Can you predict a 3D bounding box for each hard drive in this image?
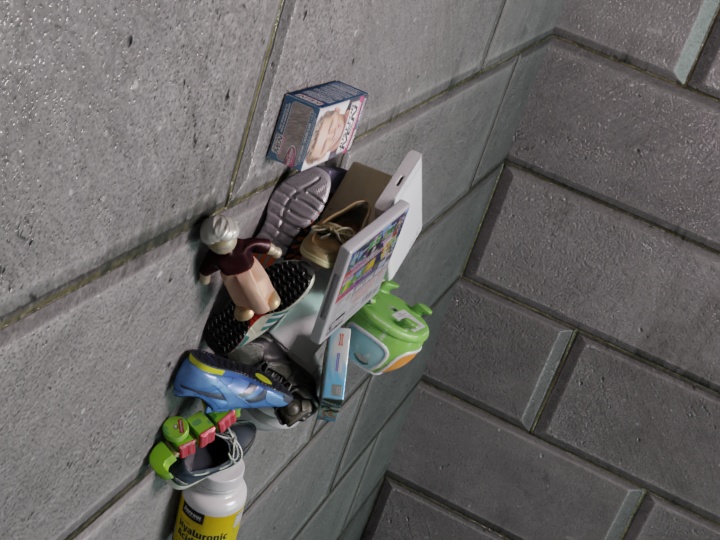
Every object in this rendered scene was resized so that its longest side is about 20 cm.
[{"bbox_3d":[0.066,-0.089,1.812,0.132,0.027,0.200,-58,161,-28],"label":"hard drive"}]

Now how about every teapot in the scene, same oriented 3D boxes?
[{"bbox_3d":[-0.131,0.207,1.906,0.200,0.146,0.198,-58,165,-24],"label":"teapot"}]

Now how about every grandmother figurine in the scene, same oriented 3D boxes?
[{"bbox_3d":[-0.167,-0.009,1.482,0.121,0.061,0.200,-28,143,-3],"label":"grandmother figurine"}]

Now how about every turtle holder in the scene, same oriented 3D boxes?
[{"bbox_3d":[0.019,0.096,1.854,0.132,0.185,0.141,-60,-169,22],"label":"turtle holder"}]

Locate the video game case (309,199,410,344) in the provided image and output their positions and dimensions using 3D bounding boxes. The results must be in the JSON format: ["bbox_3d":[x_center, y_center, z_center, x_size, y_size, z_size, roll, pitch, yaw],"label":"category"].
[{"bbox_3d":[0.000,0.000,1.675,0.200,0.023,0.183,-39,155,-52],"label":"video game case"}]

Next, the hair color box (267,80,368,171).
[{"bbox_3d":[-0.060,-0.218,1.608,0.200,0.060,0.100,-36,147,-64],"label":"hair color box"}]

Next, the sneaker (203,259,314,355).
[{"bbox_3d":[-0.146,0.048,1.629,0.200,0.070,0.093,-40,178,14],"label":"sneaker"}]

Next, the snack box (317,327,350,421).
[{"bbox_3d":[-0.045,0.175,1.789,0.200,0.037,0.117,106,-9,-72],"label":"snack box"}]

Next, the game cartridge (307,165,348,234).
[{"bbox_3d":[-0.079,-0.081,1.846,0.130,0.038,0.201,-25,138,-77],"label":"game cartridge"}]

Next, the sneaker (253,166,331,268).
[{"bbox_3d":[-0.110,-0.069,1.679,0.200,0.077,0.112,-55,171,1],"label":"sneaker"}]

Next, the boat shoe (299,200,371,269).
[{"bbox_3d":[-0.036,-0.059,1.650,0.063,0.073,0.200,-63,175,24],"label":"boat shoe"}]

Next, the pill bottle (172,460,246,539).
[{"bbox_3d":[-0.254,0.401,1.844,0.111,0.111,0.201,-46,157,-55],"label":"pill bottle"}]

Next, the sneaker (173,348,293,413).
[{"bbox_3d":[-0.193,0.181,1.628,0.200,0.066,0.079,23,100,-39],"label":"sneaker"}]

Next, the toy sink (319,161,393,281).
[{"bbox_3d":[0.010,-0.073,1.898,0.131,0.112,0.200,-60,161,-22],"label":"toy sink"}]

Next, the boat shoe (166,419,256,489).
[{"bbox_3d":[-0.231,0.288,1.748,0.062,0.075,0.200,-35,170,39],"label":"boat shoe"}]

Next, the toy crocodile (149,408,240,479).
[{"bbox_3d":[-0.241,0.239,1.653,0.200,0.062,0.068,-36,154,-28],"label":"toy crocodile"}]

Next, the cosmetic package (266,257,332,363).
[{"bbox_3d":[-0.078,0.039,1.786,0.200,0.081,0.113,-50,132,-8],"label":"cosmetic package"}]

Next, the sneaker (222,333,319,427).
[{"bbox_3d":[-0.137,0.174,1.722,0.076,0.199,0.114,-42,-149,8],"label":"sneaker"}]
